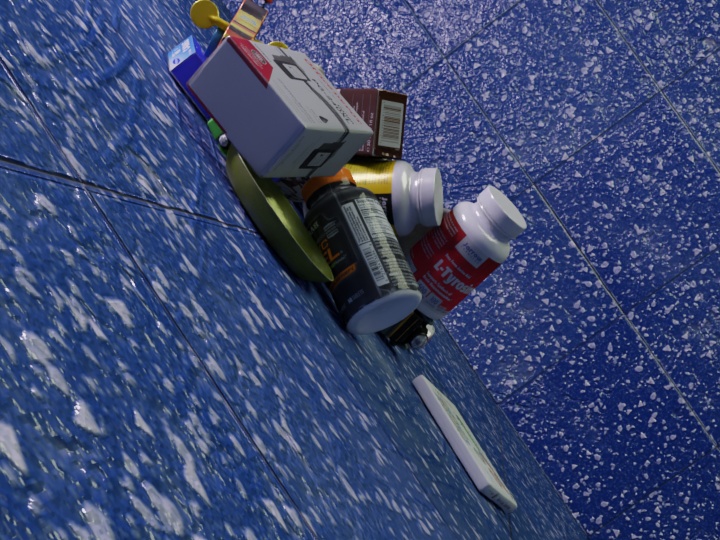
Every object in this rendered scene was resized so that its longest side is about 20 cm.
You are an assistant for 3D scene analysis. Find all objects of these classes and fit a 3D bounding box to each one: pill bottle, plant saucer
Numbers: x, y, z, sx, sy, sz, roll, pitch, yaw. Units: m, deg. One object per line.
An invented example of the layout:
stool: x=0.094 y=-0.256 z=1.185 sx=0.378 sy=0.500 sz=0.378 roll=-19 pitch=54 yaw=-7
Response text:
pill bottle: x=0.020 y=-0.106 z=1.696 sx=0.112 sy=0.197 sz=0.114 roll=-1 pitch=90 yaw=-76
pill bottle: x=0.152 y=-0.029 z=1.718 sx=0.112 sy=0.200 sz=0.113 roll=39 pitch=21 yaw=-18
plant saucer: x=-0.100 y=-0.062 z=1.318 sx=0.201 sy=0.031 sz=0.200 roll=55 pitch=4 yaw=-5
pill bottle: x=-0.007 y=-0.030 z=1.428 sx=0.202 sy=0.105 sz=0.106 roll=65 pitch=8 yaw=22

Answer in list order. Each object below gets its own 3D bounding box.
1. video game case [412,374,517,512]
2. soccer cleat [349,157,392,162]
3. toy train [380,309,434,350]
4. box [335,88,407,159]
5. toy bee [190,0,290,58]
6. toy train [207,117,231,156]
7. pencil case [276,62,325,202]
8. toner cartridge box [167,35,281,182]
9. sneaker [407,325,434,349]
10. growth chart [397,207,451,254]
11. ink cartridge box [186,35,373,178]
video game case: x=0.161 y=0.266 z=1.729 sx=0.201 sy=0.024 sz=0.182 roll=58 pitch=5 yaw=29
soccer cleat: x=-0.024 y=-0.156 z=1.819 sx=0.199 sy=0.064 sz=0.085 roll=10 pitch=-71 yaw=48
toy train: x=0.040 y=0.040 z=1.778 sx=0.114 sy=0.085 sz=0.201 roll=38 pitch=15 yaw=-43
box: x=-0.027 y=-0.225 z=1.727 sx=0.198 sy=0.102 sz=0.074 roll=8 pitch=4 yaw=43
toy bee: x=-0.155 y=-0.308 z=1.439 sx=0.130 sy=0.110 sz=0.200 roll=21 pitch=18 yaw=-29
toy train: x=-0.119 y=-0.177 z=1.435 sx=0.199 sy=0.042 sz=0.057 roll=-13 pitch=73 yaw=-58
pencil case: x=-0.091 y=-0.207 z=1.652 sx=0.089 sy=0.077 sz=0.203 roll=49 pitch=37 yaw=-62
toner cartridge box: x=-0.174 y=-0.203 z=1.478 sx=0.201 sy=0.043 sz=0.095 roll=53 pitch=4 yaw=-25
sneaker: x=0.084 y=0.065 z=2.048 sx=0.100 sy=0.074 sz=0.200 roll=55 pitch=4 yaw=-16
growth chart: x=0.068 y=-0.049 z=1.821 sx=0.143 sy=0.201 sz=0.018 roll=18 pitch=51 yaw=-4
ink cartridge box: x=-0.089 y=-0.187 z=1.332 sx=0.146 sy=0.083 sz=0.200 roll=50 pitch=21 yaw=11
